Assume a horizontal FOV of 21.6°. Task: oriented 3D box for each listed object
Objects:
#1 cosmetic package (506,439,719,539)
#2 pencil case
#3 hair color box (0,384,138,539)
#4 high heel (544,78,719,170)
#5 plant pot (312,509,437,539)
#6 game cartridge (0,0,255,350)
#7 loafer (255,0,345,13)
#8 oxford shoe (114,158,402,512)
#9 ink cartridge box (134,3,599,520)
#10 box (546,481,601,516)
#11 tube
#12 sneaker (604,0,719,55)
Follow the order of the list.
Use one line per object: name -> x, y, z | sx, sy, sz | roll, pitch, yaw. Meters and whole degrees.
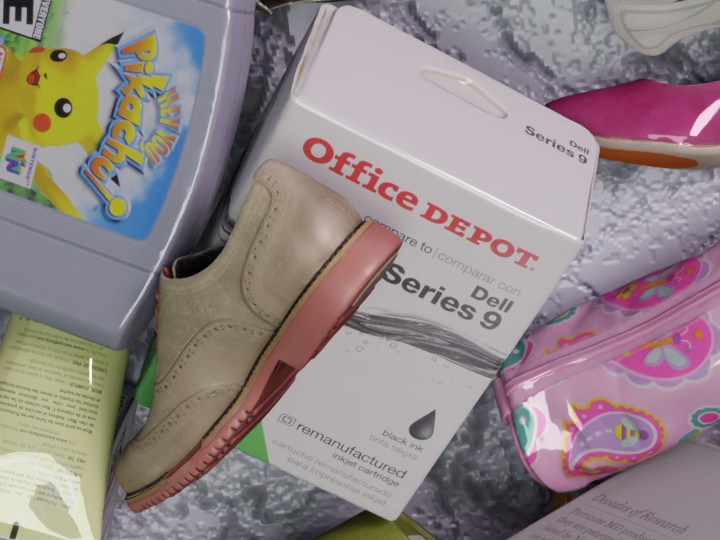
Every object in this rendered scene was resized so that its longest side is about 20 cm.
cosmetic package -> 0.140, 0.205, 0.851 | 0.199, 0.166, 0.169 | -27, 106, -21
pencil case -> 0.159, 0.030, 0.891 | 0.199, 0.088, 0.088 | -29, 107, 25
hair color box -> -0.167, 0.160, 0.958 | 0.060, 0.099, 0.202 | 15, 110, -2
high heel -> 0.181, -0.098, 0.880 | 0.198, 0.067, 0.097 | 1, 86, 13
plant pot -> -0.021, 0.221, 0.950 | 0.187, 0.187, 0.200 | 40, 92, -12
game cartridge -> -0.120, -0.074, 0.830 | 0.132, 0.040, 0.202 | 18, 99, 10
loafer -> -0.057, -0.156, 0.852 | 0.198, 0.070, 0.076 | -1, 110, 2
oxford shoe -> -0.061, 0.029, 0.821 | 0.075, 0.070, 0.200 | 42, 123, 1
ink cartridge box -> 0.000, 0.000, 0.872 | 0.145, 0.084, 0.201 | 25, 128, -6
box -> 0.136, 0.215, 1.001 | 0.118, 0.042, 0.202 | 13, 108, -3
tube -> -0.136, 0.028, 0.881 | 0.058, 0.052, 0.202 | 0, 71, 39
sneaker -> 0.196, -0.159, 0.850 | 0.198, 0.076, 0.081 | -22, 148, -3
